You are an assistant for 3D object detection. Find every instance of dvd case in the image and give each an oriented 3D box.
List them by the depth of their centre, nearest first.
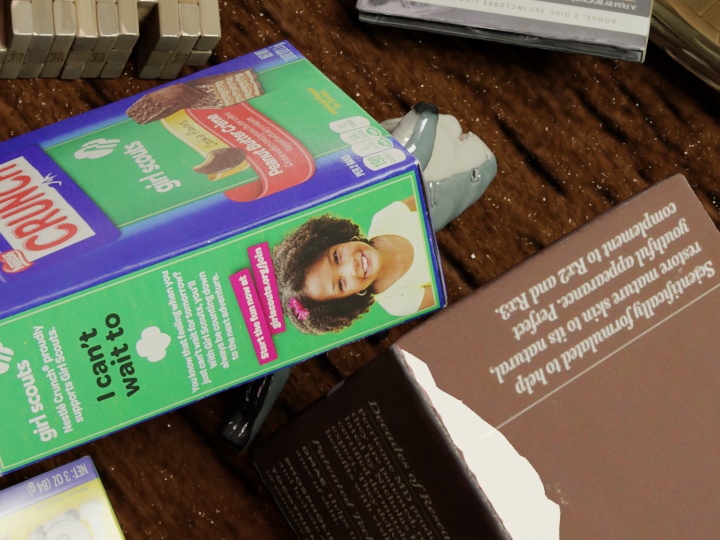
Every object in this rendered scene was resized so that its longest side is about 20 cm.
[{"bbox_3d":[0.088,-0.205,1.019,0.147,0.016,0.202,9,63,6],"label":"dvd case"}]

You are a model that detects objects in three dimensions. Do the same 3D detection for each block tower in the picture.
[{"bbox_3d":[-0.169,-0.125,0.918,0.198,0.054,0.058,0,72,-19],"label":"block tower"}]

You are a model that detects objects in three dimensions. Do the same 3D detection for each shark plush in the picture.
[{"bbox_3d":[0.000,0.000,0.936,0.083,0.090,0.201,47,54,-34],"label":"shark plush"}]

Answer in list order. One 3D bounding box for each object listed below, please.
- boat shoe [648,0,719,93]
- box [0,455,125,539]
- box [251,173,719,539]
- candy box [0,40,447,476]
[{"bbox_3d":[0.150,-0.163,1.043,0.071,0.065,0.200,-36,69,-16],"label":"boat shoe"},{"bbox_3d":[-0.133,0.195,0.832,0.117,0.048,0.202,-21,83,-24],"label":"box"},{"bbox_3d":[0.081,0.090,0.859,0.165,0.200,0.165,-29,84,-26],"label":"box"},{"bbox_3d":[-0.088,-0.012,0.826,0.198,0.169,0.078,-22,119,-12],"label":"candy box"}]
